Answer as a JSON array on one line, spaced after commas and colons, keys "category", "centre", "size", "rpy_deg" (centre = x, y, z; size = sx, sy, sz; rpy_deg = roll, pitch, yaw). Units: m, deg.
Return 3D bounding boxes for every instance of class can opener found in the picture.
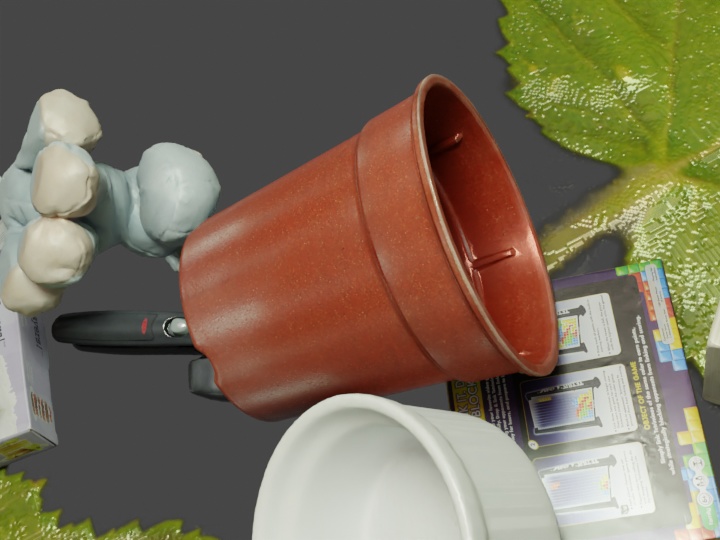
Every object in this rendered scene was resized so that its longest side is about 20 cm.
[{"category": "can opener", "centre": [-0.156, 0.053, 0.851], "size": [0.200, 0.063, 0.079], "rpy_deg": [6, 65, 18]}]

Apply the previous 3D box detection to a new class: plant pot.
[{"category": "plant pot", "centre": [0.001, 0.002, 0.712], "size": [0.195, 0.201, 0.201], "rpy_deg": [-21, 58, 23]}]

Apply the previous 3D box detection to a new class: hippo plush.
[{"category": "hippo plush", "centre": [-0.201, -0.034, 0.863], "size": [0.200, 0.161, 0.160], "rpy_deg": [-31, 56, 51]}]

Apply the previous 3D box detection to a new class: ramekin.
[{"category": "ramekin", "centre": [0.029, 0.178, 0.666], "size": [0.200, 0.098, 0.201], "rpy_deg": [-10, 77, 49]}]

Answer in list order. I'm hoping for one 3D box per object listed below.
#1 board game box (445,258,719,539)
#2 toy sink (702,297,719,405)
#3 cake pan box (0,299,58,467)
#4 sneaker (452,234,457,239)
[{"category": "board game box", "centre": [0.147, 0.105, 0.742], "size": [0.165, 0.057, 0.200], "rpy_deg": [-11, 61, 12]}, {"category": "toy sink", "centre": [0.337, 0.035, 0.692], "size": [0.200, 0.112, 0.131], "rpy_deg": [16, 69, 23]}, {"category": "cake pan box", "centre": [-0.354, 0.084, 0.899], "size": [0.184, 0.052, 0.200], "rpy_deg": [-19, 59, 3]}, {"category": "sneaker", "centre": [0.000, 0.000, 0.841], "size": [0.200, 0.079, 0.096], "rpy_deg": [5, 82, 23]}]
